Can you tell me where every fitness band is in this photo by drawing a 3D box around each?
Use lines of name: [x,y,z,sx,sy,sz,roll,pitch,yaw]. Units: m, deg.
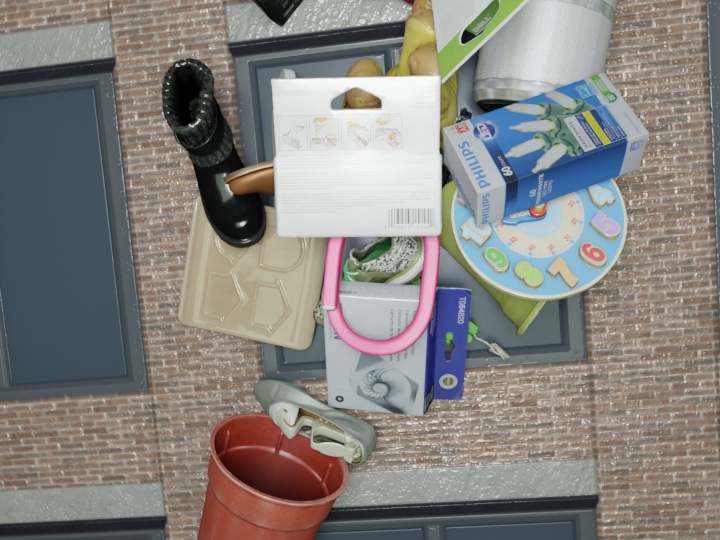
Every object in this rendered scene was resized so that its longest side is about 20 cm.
fitness band: [0.026,0.001,0.865,0.139,0.037,0.207,6,88,6]

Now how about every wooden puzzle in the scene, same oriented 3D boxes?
wooden puzzle: [-0.150,0.001,1.002,0.194,0.046,0.191,11,97,0]

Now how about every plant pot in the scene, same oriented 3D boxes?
plant pot: [-0.137,0.337,0.966,0.196,0.201,0.200,21,106,3]
plant pot: [0.189,-0.053,0.900,0.182,0.200,0.203,36,98,13]

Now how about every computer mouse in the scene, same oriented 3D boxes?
computer mouse: [0.095,-0.128,0.870,0.034,0.202,0.059,30,55,8]

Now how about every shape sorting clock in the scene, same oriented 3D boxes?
shape sorting clock: [0.199,-0.063,0.787,0.193,0.039,0.205,-4,62,8]

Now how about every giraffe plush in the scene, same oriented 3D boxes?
giraffe plush: [0.045,-0.235,0.920,0.157,0.175,0.204,-5,130,16]

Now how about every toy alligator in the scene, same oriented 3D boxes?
toy alligator: [0.117,0.072,0.970,0.199,0.059,0.054,43,98,1]

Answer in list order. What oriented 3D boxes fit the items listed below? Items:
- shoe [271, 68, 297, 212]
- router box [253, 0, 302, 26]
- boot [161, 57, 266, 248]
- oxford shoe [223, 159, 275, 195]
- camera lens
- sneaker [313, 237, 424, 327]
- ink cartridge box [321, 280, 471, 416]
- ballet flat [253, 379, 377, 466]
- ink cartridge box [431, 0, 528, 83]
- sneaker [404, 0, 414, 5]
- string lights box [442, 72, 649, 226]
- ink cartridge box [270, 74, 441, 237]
shoe: [-0.072,-0.172,0.967,0.088,0.071,0.207,2,80,-21]
router box: [-0.077,-0.426,0.897,0.062,0.150,0.201,41,98,1]
boot: [-0.190,-0.146,0.905,0.078,0.158,0.215,-24,75,-10]
oxford shoe: [-0.074,-0.104,0.886,0.194,0.071,0.074,-5,89,-20]
camera lens: [0.230,-0.288,0.874,0.155,0.160,0.207,10,96,5]
sneaker: [0.000,0.000,0.943,0.198,0.078,0.088,-38,134,19]
ink cartridge box: [0.048,0.110,0.947,0.193,0.041,0.204,2,124,6]
ballet flat: [-0.072,0.213,0.980,0.195,0.064,0.069,21,128,10]
ink cartridge box: [0.149,-0.319,0.781,0.074,0.147,0.206,13,62,-30]
sneaker: [0.061,-0.404,0.920,0.194,0.081,0.091,10,96,3]
string lights box: [0.199,-0.134,0.771,0.195,0.060,0.105,-20,56,-5]
ink cartridge box: [-0.003,-0.131,0.813,0.193,0.045,0.182,0,103,3]
